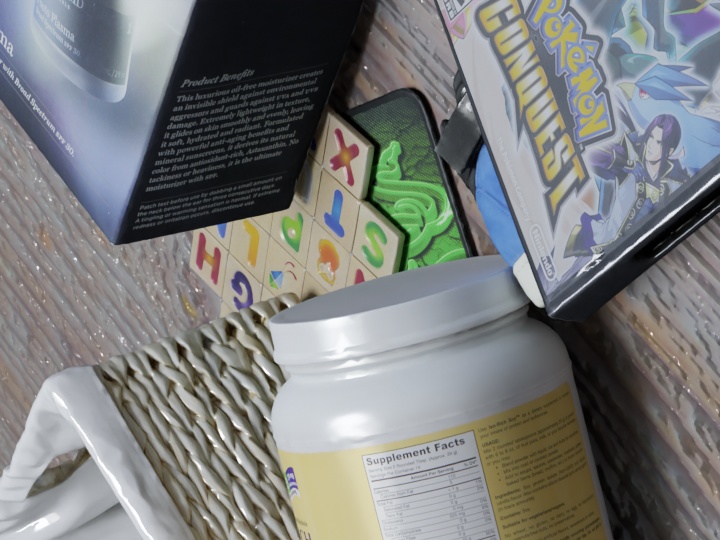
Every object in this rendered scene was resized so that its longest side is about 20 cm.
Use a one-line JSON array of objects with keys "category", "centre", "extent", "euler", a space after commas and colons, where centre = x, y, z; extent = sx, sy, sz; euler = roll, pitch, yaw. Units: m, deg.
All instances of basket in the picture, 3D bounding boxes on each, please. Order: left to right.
[{"category": "basket", "centre": [-0.076, 0.150, 1.454], "extent": [0.200, 0.161, 0.198], "euler": [55, 147, 18]}]

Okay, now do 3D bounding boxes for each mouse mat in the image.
[{"category": "mouse mat", "centre": [0.000, 0.000, 1.430], "extent": [0.200, 0.008, 0.161], "euler": [-17, 91, 56]}]

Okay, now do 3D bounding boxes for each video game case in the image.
[{"category": "video game case", "centre": [0.109, -0.111, 1.109], "extent": [0.181, 0.025, 0.201], "euler": [-41, 54, 37]}]

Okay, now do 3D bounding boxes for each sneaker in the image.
[{"category": "sneaker", "centre": [0.096, -0.072, 1.187], "extent": [0.111, 0.077, 0.200], "euler": [54, 151, 9]}]

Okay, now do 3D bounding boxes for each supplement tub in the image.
[{"category": "supplement tub", "centre": [0.040, 0.105, 1.294], "extent": [0.145, 0.145, 0.201], "euler": [-6, 100, 56]}]

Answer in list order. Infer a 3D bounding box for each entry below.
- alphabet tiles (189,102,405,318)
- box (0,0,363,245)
[{"category": "alphabet tiles", "centre": [-0.037, -0.010, 1.468], "extent": [0.166, 0.006, 0.201], "euler": [43, 138, 36]}, {"category": "box", "centre": [-0.105, -0.158, 1.390], "extent": [0.200, 0.123, 0.199], "euler": [49, 134, 31]}]
